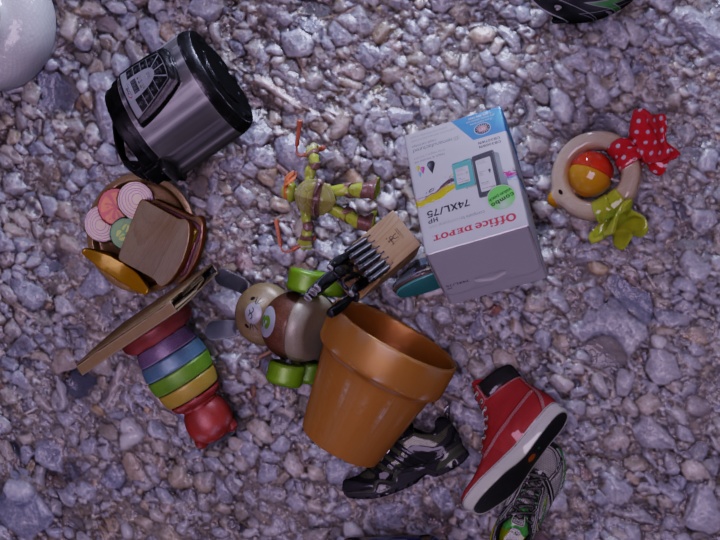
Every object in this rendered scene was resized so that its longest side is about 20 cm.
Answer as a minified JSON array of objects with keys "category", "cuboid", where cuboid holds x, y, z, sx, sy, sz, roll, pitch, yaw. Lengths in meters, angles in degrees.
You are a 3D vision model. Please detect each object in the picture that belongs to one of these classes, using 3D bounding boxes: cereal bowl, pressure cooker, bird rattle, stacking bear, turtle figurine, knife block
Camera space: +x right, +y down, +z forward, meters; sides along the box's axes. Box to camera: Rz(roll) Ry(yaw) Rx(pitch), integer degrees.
[{"category":"cereal bowl","cuboid":[-0.581,-0.386,1.718,0.197,0.083,0.204,1,94,10]},{"category":"pressure cooker","cuboid":[-0.279,-0.230,1.622,0.199,0.176,0.180,-32,104,12]},{"category":"bird rattle","cuboid":[0.348,-0.137,1.549,0.161,0.112,0.203,18,94,26]},{"category":"stacking bear","cuboid":[-0.265,0.171,1.676,0.120,0.114,0.202,-31,95,-5]},{"category":"turtle figurine","cuboid":[-0.053,-0.118,1.640,0.159,0.064,0.203,9,95,10]},{"category":"knife block","cuboid":[0.000,0.000,1.553,0.175,0.200,0.064,-40,86,-4]}]

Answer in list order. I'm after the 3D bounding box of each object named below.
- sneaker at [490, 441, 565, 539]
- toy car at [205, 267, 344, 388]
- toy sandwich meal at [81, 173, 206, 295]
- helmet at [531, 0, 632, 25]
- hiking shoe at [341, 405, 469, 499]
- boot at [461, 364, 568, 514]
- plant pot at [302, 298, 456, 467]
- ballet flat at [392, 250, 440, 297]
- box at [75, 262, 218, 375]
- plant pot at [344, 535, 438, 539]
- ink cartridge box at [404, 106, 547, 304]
[{"category":"sneaker","cuboid":[0.245,0.342,1.599,0.077,0.085,0.203,19,96,9]},{"category":"toy car","cuboid":[-0.142,0.067,1.634,0.197,0.157,0.167,14,92,22]},{"category":"toy sandwich meal","cuboid":[-0.339,-0.053,1.695,0.202,0.070,0.209,1,93,11]},{"category":"helmet","cuboid":[0.304,-0.431,1.489,0.197,0.191,0.204,1,93,10]},{"category":"hiking shoe","cuboid":[0.058,0.275,1.646,0.197,0.076,0.102,-21,78,4]},{"category":"boot","cuboid":[0.186,0.240,1.590,0.201,0.072,0.144,-50,54,-3]},{"category":"plant pot","cuboid":[0.010,0.170,1.578,0.198,0.200,0.185,29,100,8]},{"category":"ballet flat","cuboid":[0.137,-0.019,1.617,0.197,0.074,0.075,-17,90,9]},{"category":"box","cuboid":[-0.314,0.069,1.631,0.199,0.164,0.021,-33,99,24]},{"category":"plant pot","cuboid":[0.039,0.485,1.588,0.197,0.200,0.183,-5,85,11]},{"category":"ink cartridge box","cuboid":[0.159,-0.087,1.519,0.145,0.146,0.202,-16,58,11]}]
